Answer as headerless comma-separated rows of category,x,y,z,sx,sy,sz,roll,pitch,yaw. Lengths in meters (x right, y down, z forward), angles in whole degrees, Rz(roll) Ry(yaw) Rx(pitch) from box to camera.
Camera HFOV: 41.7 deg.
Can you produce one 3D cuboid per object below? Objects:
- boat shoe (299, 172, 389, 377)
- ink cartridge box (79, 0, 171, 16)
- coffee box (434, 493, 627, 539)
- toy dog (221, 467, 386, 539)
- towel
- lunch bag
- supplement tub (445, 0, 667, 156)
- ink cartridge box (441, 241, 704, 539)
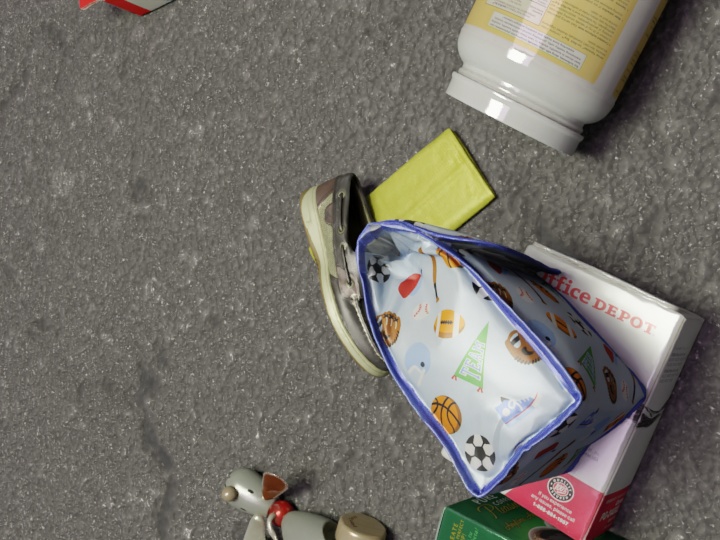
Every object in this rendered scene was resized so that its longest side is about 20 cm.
boat shoe,0.000,0.000,0.910,0.066,0.071,0.203,-31,70,31
ink cartridge box,-0.249,-0.385,1.126,0.198,0.067,0.118,-13,79,32
coffee box,0.171,0.239,0.765,0.198,0.122,0.045,19,99,32
toy dog,-0.074,0.267,0.939,0.198,0.096,0.134,0,86,33
towel,0.038,-0.045,0.940,0.199,0.018,0.087,-39,72,24
lunch bag,0.097,0.046,0.699,0.124,0.169,0.201,-47,62,17
supplement tub,0.169,-0.213,0.788,0.145,0.145,0.202,34,104,31
ink cartridge box,0.177,0.097,0.793,0.144,0.083,0.202,28,101,32
